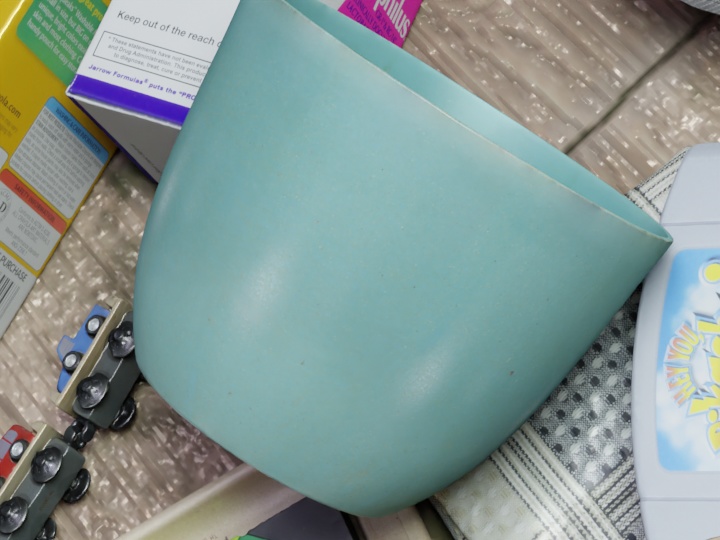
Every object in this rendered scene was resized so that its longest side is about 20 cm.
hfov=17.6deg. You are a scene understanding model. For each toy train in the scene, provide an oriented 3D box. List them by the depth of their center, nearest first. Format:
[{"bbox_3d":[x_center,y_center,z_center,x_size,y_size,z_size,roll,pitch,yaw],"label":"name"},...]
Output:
[{"bbox_3d":[-0.153,0.097,1.077,0.046,0.034,0.201,26,80,40],"label":"toy train"}]

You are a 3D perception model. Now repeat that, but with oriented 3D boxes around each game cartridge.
[{"bbox_3d":[0.176,0.040,0.937,0.132,0.040,0.202,-4,68,26],"label":"game cartridge"}]

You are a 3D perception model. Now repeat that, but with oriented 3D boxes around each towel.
[{"bbox_3d":[0.123,0.071,0.980,0.192,0.035,0.200,-38,62,2],"label":"towel"}]

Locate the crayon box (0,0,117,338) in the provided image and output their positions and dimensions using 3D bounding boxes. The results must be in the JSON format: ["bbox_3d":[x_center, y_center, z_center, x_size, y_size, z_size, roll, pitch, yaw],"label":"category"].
[{"bbox_3d":[-0.166,-0.078,1.098,0.051,0.126,0.201,26,79,28],"label":"crayon box"}]

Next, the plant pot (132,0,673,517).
[{"bbox_3d":[0.000,0.000,0.946,0.200,0.200,0.162,38,100,29],"label":"plant pot"}]

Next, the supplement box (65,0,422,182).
[{"bbox_3d":[-0.037,-0.137,1.088,0.103,0.101,0.201,17,76,25],"label":"supplement box"}]

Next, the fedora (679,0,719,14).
[{"bbox_3d":[0.187,-0.180,1.027,0.198,0.090,0.178,14,76,19],"label":"fedora"}]

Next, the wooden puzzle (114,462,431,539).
[{"bbox_3d":[-0.040,0.182,0.995,0.184,0.037,0.201,-31,62,6],"label":"wooden puzzle"}]

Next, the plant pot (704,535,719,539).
[{"bbox_3d":[0.154,0.200,0.866,0.199,0.093,0.203,0,78,-2],"label":"plant pot"}]
